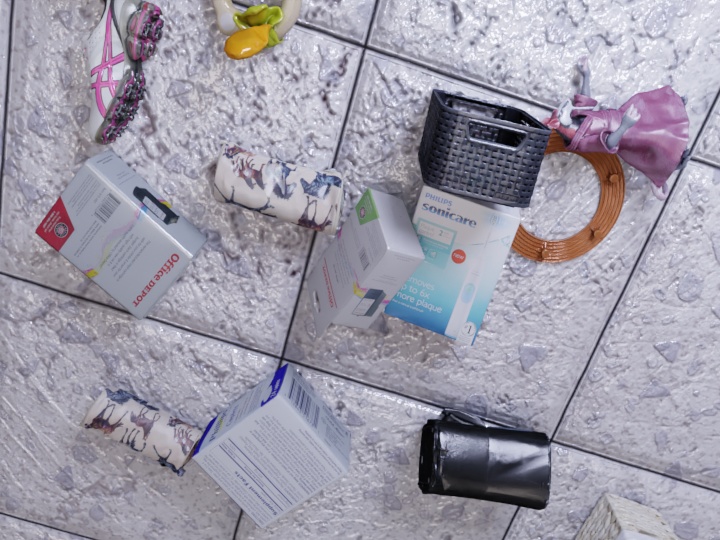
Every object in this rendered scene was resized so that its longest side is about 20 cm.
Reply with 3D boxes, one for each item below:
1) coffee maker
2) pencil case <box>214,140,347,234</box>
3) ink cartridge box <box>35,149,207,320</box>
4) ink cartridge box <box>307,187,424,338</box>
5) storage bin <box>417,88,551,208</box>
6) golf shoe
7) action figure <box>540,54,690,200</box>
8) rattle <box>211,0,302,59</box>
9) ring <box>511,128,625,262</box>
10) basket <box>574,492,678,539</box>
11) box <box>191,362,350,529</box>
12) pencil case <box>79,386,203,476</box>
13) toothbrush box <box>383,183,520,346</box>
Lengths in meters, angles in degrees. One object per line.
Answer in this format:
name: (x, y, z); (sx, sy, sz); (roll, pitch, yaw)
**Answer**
coffee maker: (0.199, 0.315, 0.982); (0.193, 0.192, 0.139); (7, 96, -2)
pencil case: (-0.117, -0.121, 0.881); (0.194, 0.078, 0.092); (16, 83, -3)
ink cartridge box: (-0.353, -0.051, 0.926); (0.200, 0.083, 0.146); (43, 107, -13)
ink cartridge box: (0.000, 0.000, 0.889); (0.066, 0.119, 0.201); (12, 133, -31)
storage bin: (0.150, -0.162, 0.791); (0.131, 0.201, 0.096); (12, 113, -2)
golf shoe: (-0.340, -0.277, 0.847); (0.090, 0.073, 0.205); (23, 101, 0)
action figure: (0.337, -0.192, 0.840); (0.193, 0.137, 0.151); (1, 139, 2)
rattle: (-0.137, -0.381, 0.760); (0.128, 0.143, 0.204); (26, 118, 12)
ring: (0.290, -0.106, 0.904); (0.194, 0.019, 0.207); (1, 112, 3)
basket: (0.456, 0.514, 1.082); (0.132, 0.124, 0.204); (20, 112, -5)
box: (-0.144, 0.295, 1.039); (0.198, 0.105, 0.185); (-35, 106, 15)
pencil case: (-0.374, 0.274, 1.058); (0.197, 0.078, 0.091); (30, 96, -9)
toothbrush box: (0.132, -0.017, 0.904); (0.143, 0.085, 0.205); (20, 111, 5)
